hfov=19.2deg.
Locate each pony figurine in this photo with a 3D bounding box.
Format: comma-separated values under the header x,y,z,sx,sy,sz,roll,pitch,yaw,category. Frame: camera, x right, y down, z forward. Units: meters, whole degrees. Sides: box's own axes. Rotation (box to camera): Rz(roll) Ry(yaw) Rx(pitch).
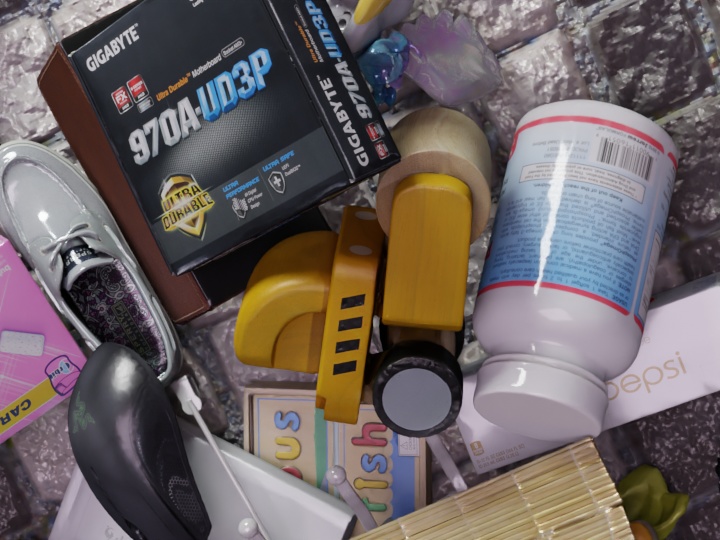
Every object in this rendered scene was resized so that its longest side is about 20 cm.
x,y,z,sx,sy,sz,roll,pitch,yaw,category
0.008,-0.169,1.340,0.166,0.193,0.200,34,135,10,pony figurine

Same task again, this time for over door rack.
x,y,z,sx,sy,sz,roll,pitch,yaw,category
-0.025,0.118,1.426,0.147,0.067,0.200,-30,74,0,over door rack

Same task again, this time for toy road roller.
x,y,z,sx,sy,sz,roll,pitch,yaw,category
0.000,0.000,1.328,0.145,0.123,0.201,7,113,0,toy road roller

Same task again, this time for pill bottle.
x,y,z,sx,sy,sz,roll,pitch,yaw,category
0.132,0.001,1.355,0.108,0.109,0.201,12,68,9,pill bottle

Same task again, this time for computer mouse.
x,y,z,sx,sy,sz,roll,pitch,yaw,category
-0.144,0.147,1.415,0.138,0.053,0.201,-8,107,55,computer mouse

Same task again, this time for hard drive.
x,y,z,sx,sy,sz,roll,pitch,yaw,category
-0.113,0.182,1.496,0.200,0.027,0.132,26,106,15,hard drive

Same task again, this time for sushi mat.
x,y,z,sx,sy,sz,roll,pitch,yaw,category
0.078,0.184,1.339,0.200,0.012,0.096,-25,72,20,sushi mat

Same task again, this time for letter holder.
x,y,z,sx,sy,sz,roll,pitch,yaw,category
-0.125,-0.075,1.452,0.100,0.142,0.200,-30,91,-18,letter holder

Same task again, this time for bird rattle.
x,y,z,sx,sy,sz,roll,pitch,yaw,category
0.127,0.196,1.410,0.199,0.163,0.113,-13,78,2,bird rattle

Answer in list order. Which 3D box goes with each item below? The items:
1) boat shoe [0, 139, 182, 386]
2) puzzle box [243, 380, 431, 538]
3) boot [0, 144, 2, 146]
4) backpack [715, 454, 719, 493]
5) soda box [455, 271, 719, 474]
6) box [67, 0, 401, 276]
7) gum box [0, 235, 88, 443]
x,y,z,sx,sy,sz,roll,pitch,yaw,category
-0.185,-0.005,1.451,0.070,0.072,0.201,-35,95,-7,boat shoe
-0.016,0.178,1.498,0.133,0.025,0.201,1,99,12,puzzle box
-0.303,-0.027,1.502,0.198,0.073,0.163,36,100,4,boot
0.335,0.121,1.349,0.200,0.163,0.168,-39,93,13,backpack
0.160,0.069,1.426,0.199,0.064,0.068,-21,94,14,soda box
-0.080,-0.100,1.291,0.200,0.046,0.159,-24,91,49,box
-0.294,0.078,1.439,0.200,0.066,0.114,-36,107,-13,gum box
